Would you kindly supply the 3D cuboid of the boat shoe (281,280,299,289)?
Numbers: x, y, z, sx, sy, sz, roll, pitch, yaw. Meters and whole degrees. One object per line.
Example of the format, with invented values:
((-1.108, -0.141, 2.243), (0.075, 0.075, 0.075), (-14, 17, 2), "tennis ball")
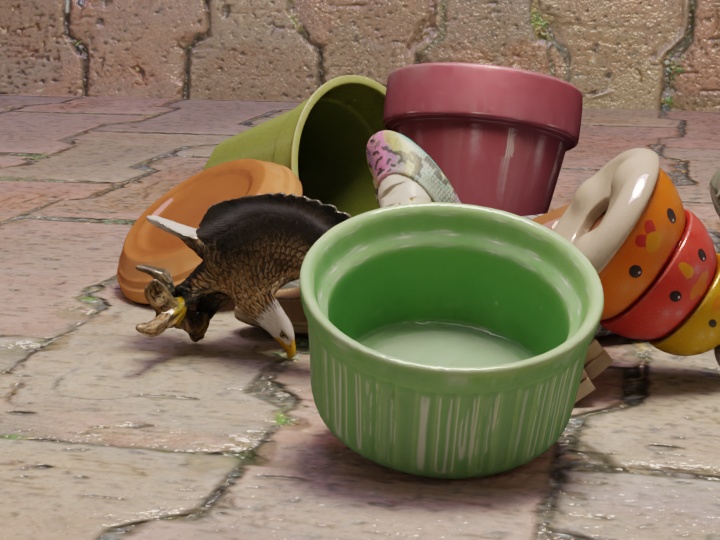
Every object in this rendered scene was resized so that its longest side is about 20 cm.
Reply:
((0.001, -0.002, 1.600), (0.200, 0.075, 0.065), (-6, -24, -14), "boat shoe")

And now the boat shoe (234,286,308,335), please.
((-0.014, 0.017, 1.492), (0.198, 0.065, 0.071), (-3, 12, -18), "boat shoe")

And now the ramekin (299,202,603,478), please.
((0.057, 0.047, 1.128), (0.198, 0.098, 0.201), (2, 33, -1), "ramekin")

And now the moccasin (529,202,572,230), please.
((0.114, 0.015, 1.392), (0.200, 0.074, 0.078), (-20, 28, -3), "moccasin")

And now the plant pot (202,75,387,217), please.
((-0.063, -0.091, 1.789), (0.189, 0.202, 0.199), (-6, 4, 45), "plant pot")

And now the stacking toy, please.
((0.245, 0.014, 1.309), (0.199, 0.147, 0.146), (34, 7, -9), "stacking toy")

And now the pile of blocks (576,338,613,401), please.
((0.091, 0.058, 1.249), (0.198, 0.083, 0.062), (0, 11, -6), "pile of blocks")

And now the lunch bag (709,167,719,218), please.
((0.384, -0.029, 1.419), (0.199, 0.118, 0.164), (33, 13, 0), "lunch bag")

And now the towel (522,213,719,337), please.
((0.226, 0.003, 1.532), (0.164, 0.086, 0.200), (-6, 15, -22), "towel")

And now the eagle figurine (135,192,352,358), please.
((-0.073, -0.004, 1.381), (0.199, 0.151, 0.152), (-30, 29, 11), "eagle figurine")

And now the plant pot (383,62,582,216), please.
((0.117, -0.098, 1.703), (0.198, 0.181, 0.200), (6, -5, 0), "plant pot")

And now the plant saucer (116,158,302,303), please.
((-0.150, -0.045, 1.617), (0.199, 0.038, 0.201), (-24, 26, 13), "plant saucer")

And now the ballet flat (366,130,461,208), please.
((0.062, -0.028, 1.453), (0.069, 0.201, 0.071), (-33, 4, 46), "ballet flat")
